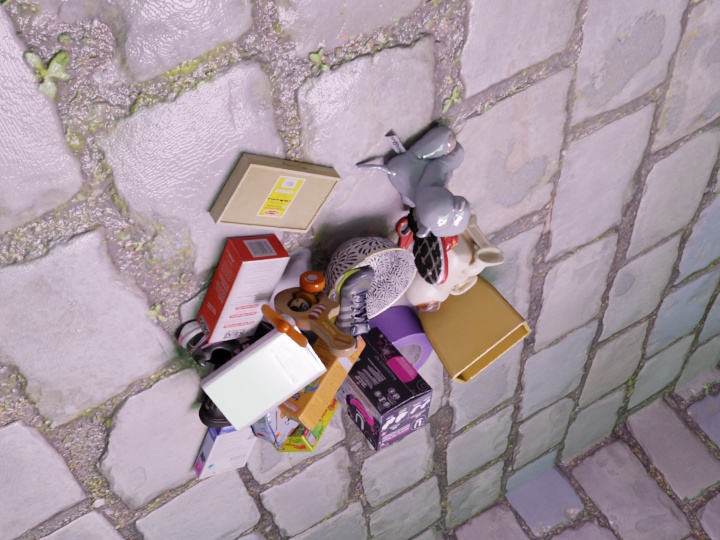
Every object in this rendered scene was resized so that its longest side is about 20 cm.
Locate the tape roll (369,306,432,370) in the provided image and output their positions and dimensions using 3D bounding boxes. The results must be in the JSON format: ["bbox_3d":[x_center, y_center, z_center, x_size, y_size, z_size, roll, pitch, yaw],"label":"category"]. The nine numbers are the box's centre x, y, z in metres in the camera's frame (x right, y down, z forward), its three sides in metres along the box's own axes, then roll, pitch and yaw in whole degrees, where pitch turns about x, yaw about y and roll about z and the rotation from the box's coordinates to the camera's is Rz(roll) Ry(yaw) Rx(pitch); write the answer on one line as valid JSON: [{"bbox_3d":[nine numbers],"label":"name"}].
[{"bbox_3d":[0.061,0.178,2.005,0.198,0.085,0.201,-24,147,-17],"label":"tape roll"}]

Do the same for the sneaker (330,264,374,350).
[{"bbox_3d":[-0.008,0.069,1.611,0.073,0.081,0.201,-16,143,-29],"label":"sneaker"}]

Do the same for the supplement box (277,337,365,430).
[{"bbox_3d":[-0.075,0.198,1.716,0.201,0.066,0.069,-59,147,-15],"label":"supplement box"}]

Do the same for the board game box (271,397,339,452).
[{"bbox_3d":[-0.104,0.287,1.876,0.048,0.101,0.201,57,44,-27],"label":"board game box"}]

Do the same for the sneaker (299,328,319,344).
[{"bbox_3d":[-0.084,0.116,1.812,0.081,0.075,0.200,-22,145,8],"label":"sneaker"}]

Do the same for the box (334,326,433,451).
[{"bbox_3d":[0.031,0.234,1.786,0.131,0.200,0.116,-22,138,-26],"label":"box"}]

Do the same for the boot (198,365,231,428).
[{"bbox_3d":[-0.219,0.238,1.817,0.209,0.080,0.159,-9,138,-40],"label":"boot"}]

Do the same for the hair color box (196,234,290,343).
[{"bbox_3d":[-0.207,0.033,1.569,0.101,0.061,0.201,-7,138,-40],"label":"hair color box"}]

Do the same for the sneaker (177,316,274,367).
[{"bbox_3d":[-0.239,0.142,1.660,0.198,0.087,0.081,-7,141,-40],"label":"sneaker"}]

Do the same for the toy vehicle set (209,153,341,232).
[{"bbox_3d":[-0.136,-0.122,1.462,0.199,0.027,0.125,4,132,-47],"label":"toy vehicle set"}]

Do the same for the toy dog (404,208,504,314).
[{"bbox_3d":[0.164,0.002,1.807,0.193,0.140,0.200,-31,166,-44],"label":"toy dog"}]

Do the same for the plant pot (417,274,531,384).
[{"bbox_3d":[0.227,0.103,1.936,0.194,0.201,0.195,-39,164,6],"label":"plant pot"}]

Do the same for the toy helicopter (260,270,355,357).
[{"bbox_3d":[-0.083,0.089,1.549,0.131,0.200,0.080,-18,130,-32],"label":"toy helicopter"}]

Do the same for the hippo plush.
[{"bbox_3d":[0.134,-0.149,1.559,0.159,0.161,0.199,-43,148,13],"label":"hippo plush"}]

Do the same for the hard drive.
[{"bbox_3d":[-0.175,0.192,1.636,0.199,0.026,0.132,-35,122,-3],"label":"hard drive"}]

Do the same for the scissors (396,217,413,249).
[{"bbox_3d":[0.088,-0.041,1.802,0.073,0.014,0.201,-19,144,-29],"label":"scissors"}]

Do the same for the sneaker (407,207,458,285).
[{"bbox_3d":[0.146,-0.054,1.657,0.084,0.202,0.077,18,134,-26],"label":"sneaker"}]

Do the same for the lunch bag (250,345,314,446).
[{"bbox_3d":[-0.147,0.234,1.771,0.201,0.075,0.161,-56,153,-29],"label":"lunch bag"}]

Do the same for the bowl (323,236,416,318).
[{"bbox_3d":[0.000,0.000,1.695,0.199,0.095,0.202,-26,148,-17],"label":"bowl"}]

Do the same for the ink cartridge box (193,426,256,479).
[{"bbox_3d":[-0.287,0.377,1.976,0.118,0.042,0.201,-9,143,-36],"label":"ink cartridge box"}]
